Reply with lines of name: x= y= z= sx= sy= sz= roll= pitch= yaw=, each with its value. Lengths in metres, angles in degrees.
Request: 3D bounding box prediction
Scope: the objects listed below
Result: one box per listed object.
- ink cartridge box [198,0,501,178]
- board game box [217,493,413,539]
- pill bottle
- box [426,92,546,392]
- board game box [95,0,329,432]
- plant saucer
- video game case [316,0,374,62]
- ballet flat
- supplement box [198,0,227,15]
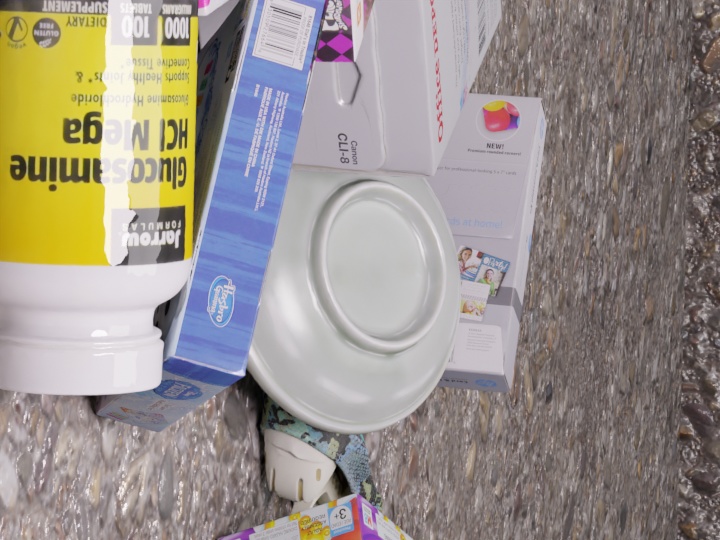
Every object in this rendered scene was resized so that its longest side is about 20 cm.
ink cartridge box: x=-0.005 y=-0.171 z=1.650 sx=0.200 sy=0.143 sz=0.146 roll=-67 pitch=157 yaw=-53
board game box: x=-0.012 y=0.258 z=1.653 sx=0.105 sy=0.102 sz=0.201 roll=43 pitch=33 yaw=-53
pill bottle: x=-0.133 y=-0.047 z=1.263 sx=0.112 sy=0.111 sz=0.202 roll=-20 pitch=113 yaw=-73
box: x=0.036 y=-0.024 z=1.816 sx=0.041 sy=0.155 sz=0.202 roll=66 pitch=30 yaw=-67
board game box: x=-0.078 y=-0.029 z=1.401 sx=0.199 sy=0.043 sz=0.202 roll=148 pitch=-43 yaw=-70
plant saucer: x=0.000 y=0.000 z=1.691 sx=0.199 sy=0.050 sz=0.202 roll=10 pitch=74 yaw=-39
video game case: x=-0.008 y=-0.237 z=1.448 sx=0.200 sy=0.035 sz=0.183 roll=-74 pitch=164 yaw=-58
ballet flat: x=-0.029 y=0.135 z=1.786 sx=0.200 sy=0.074 sz=0.075 roll=64 pitch=32 yaw=-55
supplement box: x=-0.096 y=-0.201 z=1.391 sx=0.200 sy=0.103 sz=0.102 roll=-48 pitch=139 yaw=-65
